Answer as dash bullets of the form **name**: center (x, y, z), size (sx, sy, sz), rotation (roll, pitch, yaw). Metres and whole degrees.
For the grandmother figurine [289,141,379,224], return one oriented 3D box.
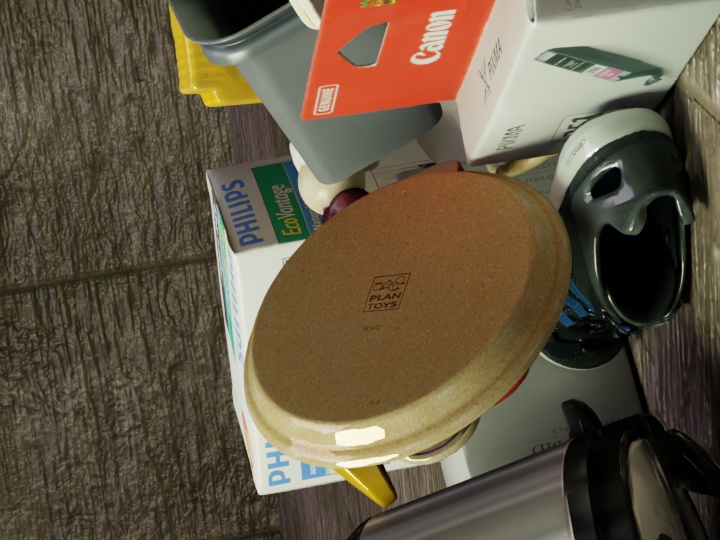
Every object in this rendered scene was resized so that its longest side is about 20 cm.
- **grandmother figurine**: center (0.000, 0.000, 1.241), size (0.122, 0.060, 0.201), rotation (113, 146, -55)

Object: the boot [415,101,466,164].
- **boot**: center (0.063, -0.153, 1.325), size (0.090, 0.072, 0.202), rotation (11, -115, -62)

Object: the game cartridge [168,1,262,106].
- **game cartridge**: center (-0.042, -0.209, 1.349), size (0.032, 0.175, 0.202), rotation (-5, 93, 61)

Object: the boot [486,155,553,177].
- **boot**: center (0.090, -0.143, 1.168), size (0.200, 0.072, 0.157), rotation (136, 119, -67)

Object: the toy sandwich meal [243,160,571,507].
- **toy sandwich meal**: center (0.027, 0.030, 1.088), size (0.070, 0.204, 0.206), rotation (53, -169, -38)

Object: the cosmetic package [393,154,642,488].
- **cosmetic package**: center (0.089, 0.038, 1.245), size (0.081, 0.112, 0.201), rotation (96, 161, -62)

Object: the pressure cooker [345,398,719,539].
- **pressure cooker**: center (0.106, 0.174, 1.033), size (0.177, 0.199, 0.179), rotation (60, -161, -20)

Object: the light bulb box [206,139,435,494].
- **light bulb box**: center (0.007, 0.026, 1.474), size (0.125, 0.198, 0.200), rotation (-114, 17, -59)

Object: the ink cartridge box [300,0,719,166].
- **ink cartridge box**: center (0.066, -0.098, 1.022), size (0.200, 0.172, 0.044), rotation (110, 150, -74)

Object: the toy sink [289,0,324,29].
- **toy sink**: center (-0.041, -0.234, 1.107), size (0.201, 0.111, 0.131), rotation (-60, -43, -31)

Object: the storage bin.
- **storage bin**: center (-0.025, -0.156, 1.224), size (0.135, 0.145, 0.200), rotation (59, -177, -39)

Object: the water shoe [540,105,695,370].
- **water shoe**: center (0.124, 0.006, 1.097), size (0.201, 0.071, 0.079), rotation (91, 165, -53)
